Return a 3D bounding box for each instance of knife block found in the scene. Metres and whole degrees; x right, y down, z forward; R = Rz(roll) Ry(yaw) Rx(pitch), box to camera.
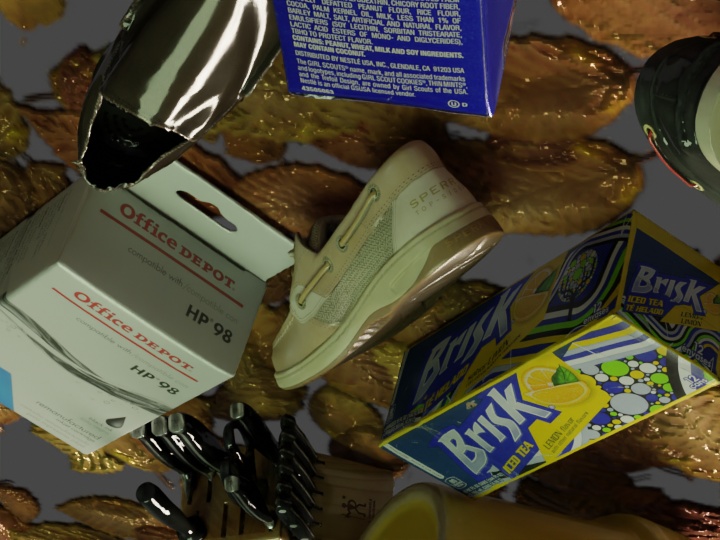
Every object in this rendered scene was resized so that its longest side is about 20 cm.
[{"bbox_3d":[-0.076,0.148,1.134,0.175,0.064,0.200,15,148,-19],"label":"knife block"}]

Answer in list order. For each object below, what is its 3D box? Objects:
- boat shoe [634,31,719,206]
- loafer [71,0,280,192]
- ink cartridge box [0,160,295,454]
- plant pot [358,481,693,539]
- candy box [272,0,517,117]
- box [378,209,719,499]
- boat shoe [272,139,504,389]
[{"bbox_3d":[0.199,-0.039,0.786,0.201,0.074,0.063,27,-178,-30],"label":"boat shoe"},{"bbox_3d":[-0.072,-0.091,0.822,0.073,0.072,0.200,25,145,-11],"label":"loafer"},{"bbox_3d":[-0.134,0.019,1.008,0.116,0.067,0.200,35,143,-22],"label":"ink cartridge box"},{"bbox_3d":[0.090,0.214,1.055,0.188,0.202,0.201,28,145,-19],"label":"plant pot"},{"bbox_3d":[0.015,-0.177,0.575,0.077,0.170,0.200,6,144,10],"label":"candy box"},{"bbox_3d":[0.094,0.048,0.949,0.070,0.065,0.200,31,143,-19],"label":"box"},{"bbox_3d":[0.000,0.000,0.932,0.065,0.072,0.200,57,148,7],"label":"boat shoe"}]
